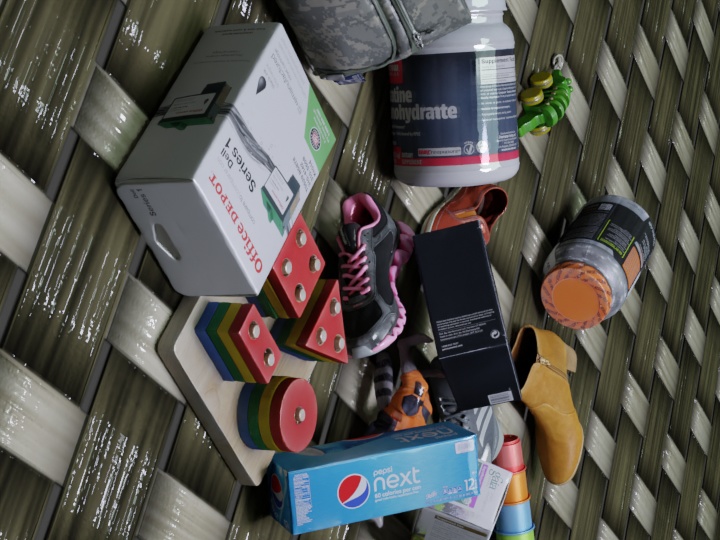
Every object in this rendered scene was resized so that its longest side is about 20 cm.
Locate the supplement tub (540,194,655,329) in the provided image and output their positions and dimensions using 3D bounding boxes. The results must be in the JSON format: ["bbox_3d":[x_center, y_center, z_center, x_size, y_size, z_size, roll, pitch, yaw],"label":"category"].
[{"bbox_3d":[0.326,-0.010,2.129,0.200,0.122,0.123,-48,132,-50],"label":"supplement tub"}]

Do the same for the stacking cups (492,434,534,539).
[{"bbox_3d":[0.194,0.310,1.971,0.060,0.060,0.201,-19,104,-60],"label":"stacking cups"}]

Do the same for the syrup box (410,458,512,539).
[{"bbox_3d":[0.099,0.284,1.672,0.200,0.081,0.079,100,11,-52],"label":"syrup box"}]

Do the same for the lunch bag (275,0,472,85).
[{"bbox_3d":[-0.006,-0.288,1.457,0.140,0.167,0.200,-106,169,-45],"label":"lunch bag"}]

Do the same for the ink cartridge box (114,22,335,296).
[{"bbox_3d":[-0.112,-0.095,1.338,0.146,0.084,0.200,63,38,-41],"label":"ink cartridge box"}]

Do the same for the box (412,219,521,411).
[{"bbox_3d":[0.116,0.053,1.646,0.200,0.078,0.142,65,15,-66],"label":"box"}]

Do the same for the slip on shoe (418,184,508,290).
[{"bbox_3d":[0.118,-0.044,1.801,0.200,0.061,0.074,-52,137,-46],"label":"slip on shoe"}]

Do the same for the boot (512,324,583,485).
[{"bbox_3d":[0.237,0.179,2.041,0.144,0.071,0.202,19,71,-55],"label":"boot"}]

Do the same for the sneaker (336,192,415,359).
[{"bbox_3d":[0.000,0.000,1.563,0.096,0.079,0.201,56,28,-37],"label":"sneaker"}]

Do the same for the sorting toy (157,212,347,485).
[{"bbox_3d":[-0.080,0.063,1.421,0.200,0.069,0.199,-65,144,-37],"label":"sorting toy"}]

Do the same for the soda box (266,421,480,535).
[{"bbox_3d":[0.013,0.198,1.489,0.199,0.068,0.065,-8,100,-22],"label":"soda box"}]

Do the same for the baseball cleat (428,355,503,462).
[{"bbox_3d":[0.123,0.185,1.810,0.200,0.069,0.107,58,42,-45],"label":"baseball cleat"}]

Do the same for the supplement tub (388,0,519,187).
[{"bbox_3d":[0.101,-0.196,1.677,0.140,0.140,0.201,-18,107,-61],"label":"supplement tub"}]

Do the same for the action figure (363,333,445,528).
[{"bbox_3d":[0.036,0.183,1.659,0.200,0.104,0.194,94,15,-69],"label":"action figure"}]

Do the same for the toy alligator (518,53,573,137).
[{"bbox_3d":[0.261,-0.239,2.068,0.200,0.054,0.059,-57,139,-45],"label":"toy alligator"}]
